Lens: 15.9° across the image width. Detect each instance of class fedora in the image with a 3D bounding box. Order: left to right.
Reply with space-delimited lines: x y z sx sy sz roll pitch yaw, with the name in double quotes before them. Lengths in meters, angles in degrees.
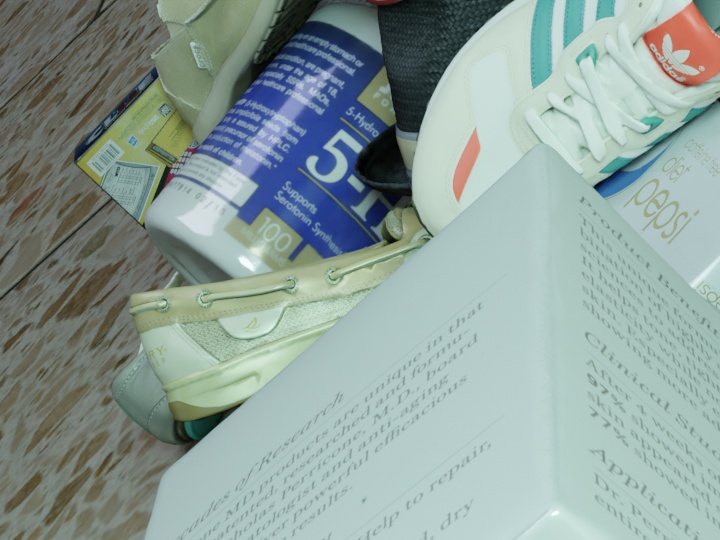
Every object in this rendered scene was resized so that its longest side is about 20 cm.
"fedora" 0.077 -0.109 1.140 0.199 0.092 0.201 -21 14 6

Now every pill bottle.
"pill bottle" -0.002 -0.062 1.282 0.200 0.120 0.120 -51 17 -11

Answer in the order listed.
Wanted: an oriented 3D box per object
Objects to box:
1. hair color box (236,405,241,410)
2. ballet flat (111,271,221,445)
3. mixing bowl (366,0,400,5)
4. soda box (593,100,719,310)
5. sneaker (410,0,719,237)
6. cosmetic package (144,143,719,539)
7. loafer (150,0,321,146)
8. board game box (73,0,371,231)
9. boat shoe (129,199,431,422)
"hair color box" -0.055 0.139 1.051 0.101 0.061 0.200 -23 29 55
"ballet flat" -0.061 0.000 1.362 0.200 0.063 0.067 -54 -27 -16
"mixing bowl" 0.004 -0.229 1.122 0.200 0.108 0.201 -52 23 34
"soda box" 0.130 -0.016 0.946 0.068 0.064 0.200 -45 16 7
"sneaker" 0.096 -0.079 0.938 0.200 0.070 0.093 -41 11 8
"cosmetic package" 0.046 0.108 0.683 0.166 0.167 0.200 -41 16 20
"loafer" -0.063 -0.135 1.296 0.076 0.068 0.200 -46 -7 -38
"board game box" -0.040 -0.087 1.409 0.200 0.135 0.035 -44 15 7
"boat shoe" -0.001 0.000 1.132 0.200 0.063 0.073 -24 1 0
